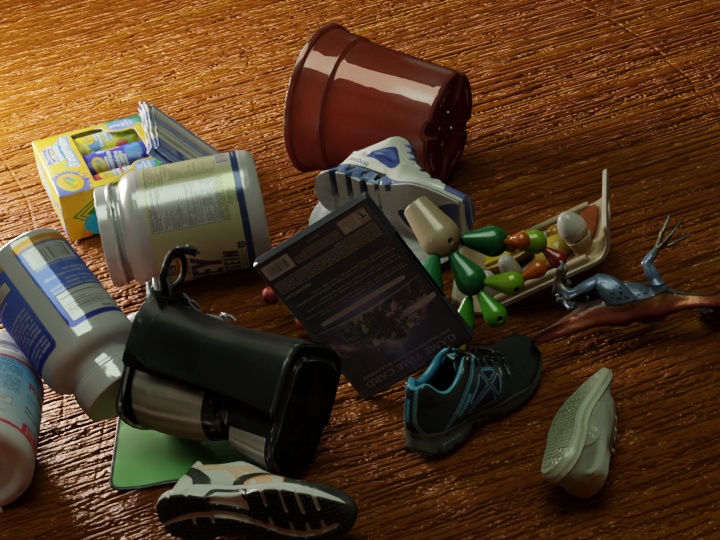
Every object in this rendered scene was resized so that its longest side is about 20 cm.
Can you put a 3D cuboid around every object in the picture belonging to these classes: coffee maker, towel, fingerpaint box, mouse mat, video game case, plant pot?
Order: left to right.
[{"bbox_3d":[-0.348,-0.133,2.175,0.165,0.074,0.200,-16,31,-14],"label":"fingerpaint box"},{"bbox_3d":[-0.233,-0.156,2.133,0.024,0.146,0.200,-51,23,11],"label":"towel"},{"bbox_3d":[-0.163,0.172,1.678,0.198,0.008,0.161,-8,31,2],"label":"mouse mat"},{"bbox_3d":[-0.132,0.093,1.608,0.199,0.194,0.134,12,20,28],"label":"coffee maker"},{"bbox_3d":[0.005,0.030,1.637,0.142,0.200,0.019,-30,26,18],"label":"video game case"},{"bbox_3d":[0.031,-0.207,2.087,0.194,0.202,0.201,16,37,23],"label":"plant pot"}]

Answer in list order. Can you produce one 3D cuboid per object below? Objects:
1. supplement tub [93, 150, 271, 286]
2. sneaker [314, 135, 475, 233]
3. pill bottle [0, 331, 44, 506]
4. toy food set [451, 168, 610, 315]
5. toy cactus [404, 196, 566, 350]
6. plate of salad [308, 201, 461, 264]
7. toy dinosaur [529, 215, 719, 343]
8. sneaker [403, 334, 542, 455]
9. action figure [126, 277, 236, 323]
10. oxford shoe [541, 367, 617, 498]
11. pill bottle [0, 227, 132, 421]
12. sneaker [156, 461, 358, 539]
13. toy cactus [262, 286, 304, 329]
[{"bbox_3d":[-0.217,-0.060,1.947,0.198,0.146,0.145,-12,30,-4],"label":"supplement tub"},{"bbox_3d":[0.055,-0.112,1.934,0.198,0.081,0.115,16,44,22],"label":"sneaker"},{"bbox_3d":[-0.390,0.151,1.673,0.108,0.110,0.200,-9,30,-1],"label":"pill bottle"},{"bbox_3d":[0.199,-0.037,1.828,0.199,0.061,0.144,-25,24,21],"label":"toy food set"},{"bbox_3d":[0.110,-0.007,1.728,0.199,0.102,0.165,-35,77,-8],"label":"toy cactus"},{"bbox_3d":[0.035,-0.049,1.958,0.198,0.048,0.201,0,40,0],"label":"plate of salad"},{"bbox_3d":[0.300,0.045,1.711,0.180,0.105,0.201,16,58,19],"label":"toy dinosaur"},{"bbox_3d":[0.119,0.110,1.631,0.073,0.083,0.200,14,36,39],"label":"sneaker"},{"bbox_3d":[-0.230,0.066,1.769,0.198,0.131,0.070,-8,39,19],"label":"action figure"},{"bbox_3d":[0.222,0.160,1.551,0.058,0.075,0.200,38,28,-3],"label":"oxford shoe"},{"bbox_3d":[-0.312,0.061,1.699,0.112,0.112,0.200,-28,67,-30],"label":"pill bottle"},{"bbox_3d":[-0.094,0.215,1.522,0.198,0.074,0.080,3,30,19],"label":"sneaker"},{"bbox_3d":[0.000,0.000,1.814,0.198,0.103,0.166,1,39,23],"label":"toy cactus"}]
